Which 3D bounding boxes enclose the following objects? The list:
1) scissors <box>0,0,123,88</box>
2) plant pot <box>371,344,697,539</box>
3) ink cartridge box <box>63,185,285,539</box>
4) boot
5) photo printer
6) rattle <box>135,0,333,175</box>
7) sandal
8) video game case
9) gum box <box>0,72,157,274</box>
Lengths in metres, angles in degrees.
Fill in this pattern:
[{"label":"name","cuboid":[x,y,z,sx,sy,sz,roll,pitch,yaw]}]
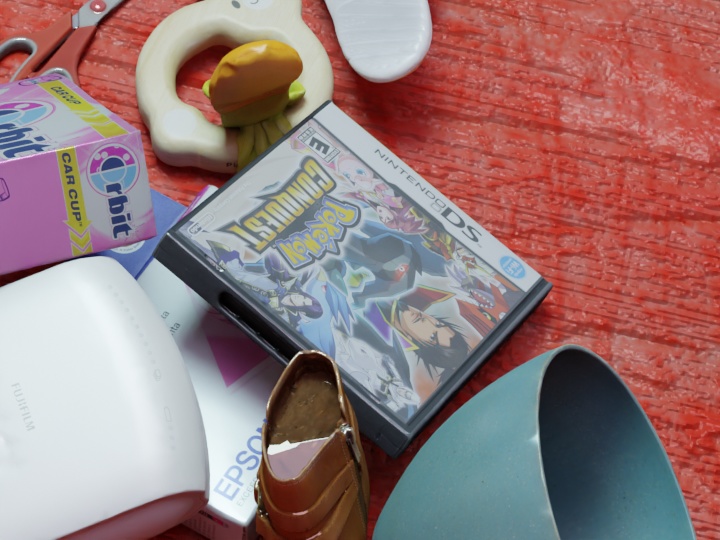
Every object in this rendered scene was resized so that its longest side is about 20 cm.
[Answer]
[{"label":"scissors","cuboid":[-0.182,-0.165,1.823,0.073,0.014,0.200,21,56,10]},{"label":"plant pot","cuboid":[0.086,0.156,1.536,0.134,0.200,0.201,-21,50,24]},{"label":"ink cartridge box","cuboid":[-0.102,0.043,1.666,0.200,0.043,0.197,28,56,11]},{"label":"boot","cuboid":[-0.030,0.157,1.518,0.073,0.155,0.200,-2,52,0]},{"label":"photo printer","cuboid":[-0.189,0.091,1.567,0.199,0.069,0.167,-21,68,-4]},{"label":"rattle","cuboid":[-0.079,-0.169,1.768,0.130,0.143,0.200,0,58,15]},{"label":"sandal","cuboid":[0.013,-0.177,1.828,0.079,0.059,0.207,-22,44,13]},{"label":"video game case","cuboid":[0.000,0.000,1.656,0.181,0.026,0.200,40,38,6]},{"label":"gum box","cuboid":[-0.204,-0.059,1.654,0.113,0.066,0.200,-14,19,-17]}]
